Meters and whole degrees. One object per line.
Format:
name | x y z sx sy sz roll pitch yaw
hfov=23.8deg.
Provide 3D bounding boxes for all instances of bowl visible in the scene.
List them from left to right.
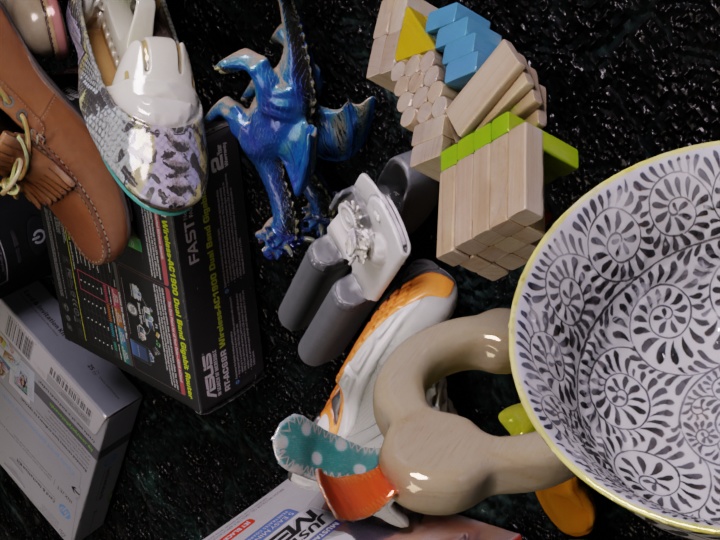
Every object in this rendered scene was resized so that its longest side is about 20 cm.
bowl | 0.169 0.048 0.734 0.201 0.201 0.094 30 154 33

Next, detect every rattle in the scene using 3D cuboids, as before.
rattle | 0.041 0.113 0.894 0.130 0.200 0.143 38 138 18

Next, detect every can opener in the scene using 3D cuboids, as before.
can opener | 0.000 0.000 0.988 0.053 0.066 0.200 61 154 14

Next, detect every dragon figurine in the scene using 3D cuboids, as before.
dragon figurine | -0.032 -0.083 0.959 0.099 0.059 0.200 47 147 12

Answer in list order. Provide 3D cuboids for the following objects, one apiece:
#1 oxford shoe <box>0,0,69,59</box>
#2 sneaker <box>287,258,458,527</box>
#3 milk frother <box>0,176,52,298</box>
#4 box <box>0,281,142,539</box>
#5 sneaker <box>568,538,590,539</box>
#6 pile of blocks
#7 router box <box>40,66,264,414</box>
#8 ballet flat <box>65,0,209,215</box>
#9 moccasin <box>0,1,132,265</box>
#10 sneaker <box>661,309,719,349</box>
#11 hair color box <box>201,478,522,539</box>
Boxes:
oxford shoe | -0.246 -0.177 1.096 0.200 0.075 0.071 40 145 48
sneaker | 0.031 0.076 1.008 0.092 0.076 0.200 29 136 4
milk frother | -0.355 -0.037 1.264 0.200 0.188 0.181 -2 113 50
box | -0.253 0.111 1.377 0.156 0.041 0.200 45 141 18
sneaker | 0.160 0.236 0.954 0.200 0.078 0.086 47 139 15
pile of blocks | 0.064 -0.074 0.830 0.082 0.062 0.200 -48 37 25
router box | -0.143 -0.022 1.132 0.150 0.062 0.200 25 132 38
ballet flat | -0.130 -0.120 0.995 0.072 0.072 0.201 102 154 -44
moccasin | -0.209 -0.083 1.031 0.074 0.078 0.202 5 133 48
sneaker | 0.158 0.057 0.828 0.200 0.071 0.083 55 150 10
hair color box | -0.001 0.195 1.082 0.200 0.111 0.064 11 124 45
